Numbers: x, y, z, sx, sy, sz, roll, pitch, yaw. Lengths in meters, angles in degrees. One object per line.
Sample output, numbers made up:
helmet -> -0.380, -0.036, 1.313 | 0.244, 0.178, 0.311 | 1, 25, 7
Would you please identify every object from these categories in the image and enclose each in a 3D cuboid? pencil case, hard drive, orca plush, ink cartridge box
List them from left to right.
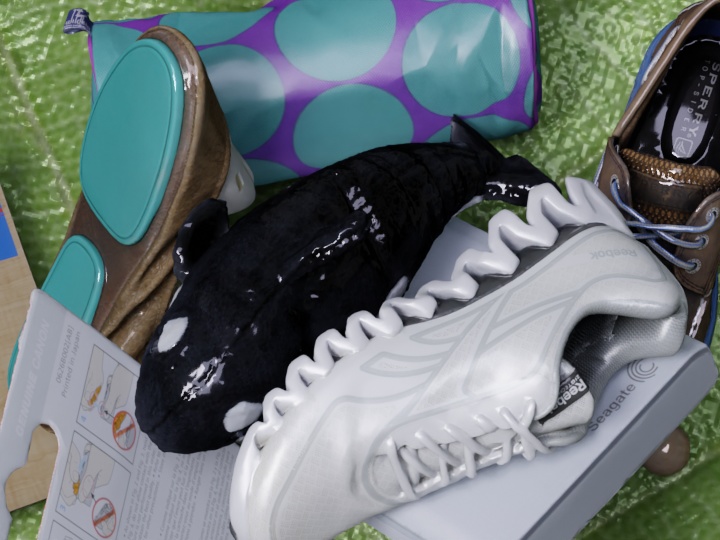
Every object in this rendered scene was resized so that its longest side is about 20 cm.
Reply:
ink cartridge box -> -0.098, 0.126, 1.088 | 0.050, 0.200, 0.163 | -11, 55, 34
pencil case -> -0.021, -0.085, 1.202 | 0.199, 0.085, 0.093 | -10, 35, 1
orca plush -> 0.000, 0.000, 1.093 | 0.199, 0.071, 0.106 | -23, 84, -26
hard drive -> 0.027, 0.042, 1.139 | 0.200, 0.027, 0.132 | 28, 64, 40

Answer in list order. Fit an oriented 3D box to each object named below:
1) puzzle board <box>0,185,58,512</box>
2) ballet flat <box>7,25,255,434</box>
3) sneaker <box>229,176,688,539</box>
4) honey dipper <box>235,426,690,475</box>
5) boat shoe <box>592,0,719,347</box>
puzzle board -> -0.219, 0.047, 1.165 | 0.199, 0.017, 0.151 | -19, 87, -31
ballet flat -> -0.084, -0.015, 1.151 | 0.072, 0.201, 0.068 | -4, 38, -37
sneaker -> 0.037, 0.047, 1.064 | 0.200, 0.075, 0.081 | -38, 54, -12
honey dipper -> 0.040, 0.076, 1.187 | 0.199, 0.038, 0.038 | 1, 77, 3
boat shoe -> 0.122, -0.025, 1.176 | 0.072, 0.072, 0.201 | 12, 73, 6
